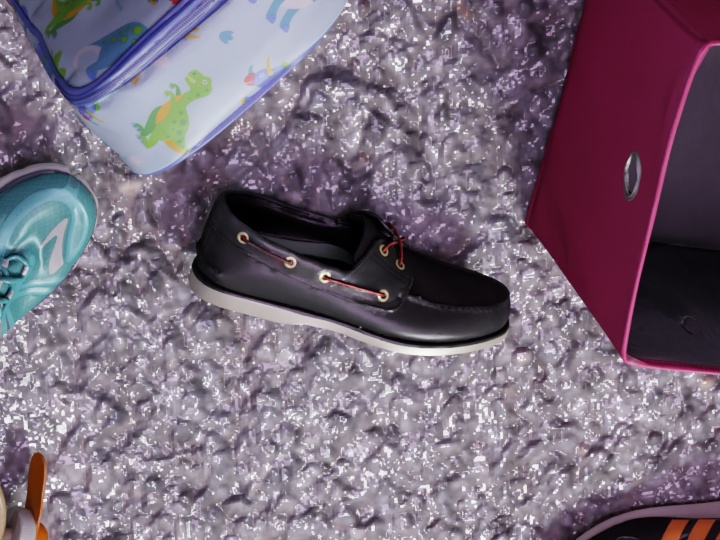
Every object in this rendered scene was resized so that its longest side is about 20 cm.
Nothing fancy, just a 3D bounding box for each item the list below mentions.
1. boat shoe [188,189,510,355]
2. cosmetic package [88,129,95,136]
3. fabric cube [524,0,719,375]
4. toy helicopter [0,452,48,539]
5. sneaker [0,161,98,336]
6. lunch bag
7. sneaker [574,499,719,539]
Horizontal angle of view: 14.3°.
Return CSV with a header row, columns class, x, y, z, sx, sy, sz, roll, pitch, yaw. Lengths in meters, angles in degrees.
class,x,y,z,sx,sy,sz,roll,pitch,yaw
boat shoe,0.000,0.001,1.712,0.200,0.074,0.063,13,118,-14
cosmetic package,-0.132,-0.185,1.599,0.101,0.074,0.201,-16,114,-8
fabric cube,0.231,-0.065,1.673,0.199,0.200,0.197,6,112,-17
toy helicopter,-0.245,0.187,1.745,0.132,0.079,0.201,-15,127,-17
sneaker,-0.224,0.024,1.662,0.200,0.080,0.077,-46,116,7
lunch bag,-0.095,-0.151,1.473,0.161,0.200,0.083,-39,122,5
sneaker,0.219,0.197,1.845,0.199,0.090,0.070,-12,116,-10
